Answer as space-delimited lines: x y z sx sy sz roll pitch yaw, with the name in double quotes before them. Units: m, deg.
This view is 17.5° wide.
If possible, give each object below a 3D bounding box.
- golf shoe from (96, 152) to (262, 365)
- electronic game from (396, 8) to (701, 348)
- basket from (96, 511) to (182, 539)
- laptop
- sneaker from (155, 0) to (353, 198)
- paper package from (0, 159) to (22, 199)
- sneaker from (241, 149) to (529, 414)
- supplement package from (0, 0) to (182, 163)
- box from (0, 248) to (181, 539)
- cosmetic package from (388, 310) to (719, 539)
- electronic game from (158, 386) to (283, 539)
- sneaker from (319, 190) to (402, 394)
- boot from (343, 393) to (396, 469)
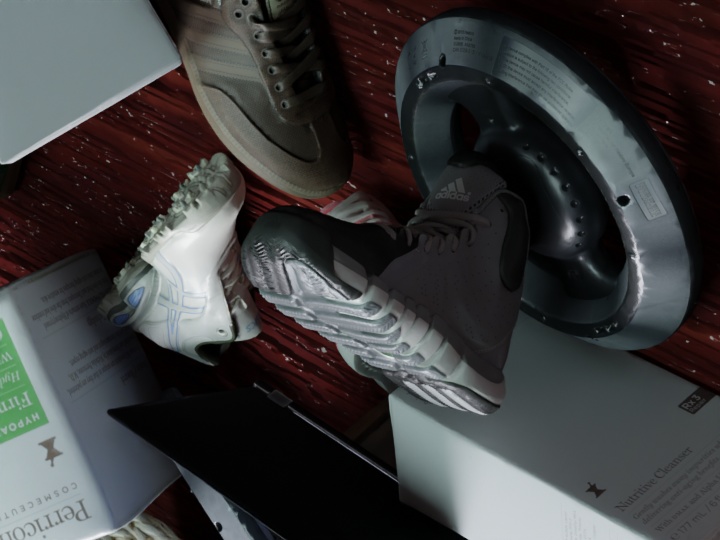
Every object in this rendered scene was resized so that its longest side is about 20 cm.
"golf shoe" -0.092 -0.003 1.467 0.097 0.078 0.200 36 152 -2
"electronic game" 0.093 -0.044 1.184 0.200 0.042 0.200 39 152 25
"basket" -0.147 0.292 1.655 0.200 0.161 0.198 32 159 36
"laptop" -0.028 0.156 1.328 0.187 0.116 0.200 32 146 31
"sneaker" -0.060 -0.133 1.292 0.200 0.070 0.075 57 147 -3
"paper package" -0.312 -0.143 1.580 0.191 0.103 0.200 47 146 13
"sneaker" 0.021 -0.017 1.125 0.075 0.116 0.200 12 163 35
"supplement package" -0.183 -0.138 1.334 0.117 0.117 0.200 60 175 -6
"box" -0.251 0.110 1.555 0.198 0.200 0.172 -24 94 13
"cosmetic package" 0.123 0.105 1.229 0.200 0.113 0.081 26 138 34
"electronic game" -0.073 0.162 1.537 0.200 0.042 0.200 56 175 7
"sneaker" 0.000 0.000 1.285 0.105 0.075 0.200 53 175 15
"boot" 0.028 0.165 1.456 0.146 0.070 0.200 47 148 1
